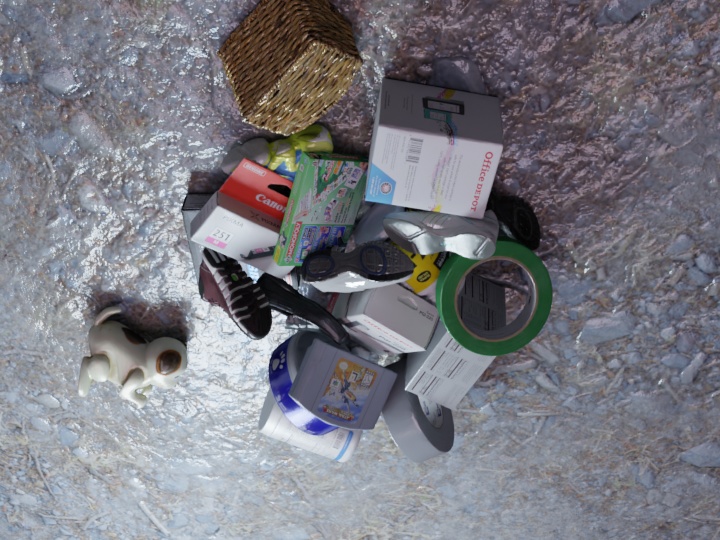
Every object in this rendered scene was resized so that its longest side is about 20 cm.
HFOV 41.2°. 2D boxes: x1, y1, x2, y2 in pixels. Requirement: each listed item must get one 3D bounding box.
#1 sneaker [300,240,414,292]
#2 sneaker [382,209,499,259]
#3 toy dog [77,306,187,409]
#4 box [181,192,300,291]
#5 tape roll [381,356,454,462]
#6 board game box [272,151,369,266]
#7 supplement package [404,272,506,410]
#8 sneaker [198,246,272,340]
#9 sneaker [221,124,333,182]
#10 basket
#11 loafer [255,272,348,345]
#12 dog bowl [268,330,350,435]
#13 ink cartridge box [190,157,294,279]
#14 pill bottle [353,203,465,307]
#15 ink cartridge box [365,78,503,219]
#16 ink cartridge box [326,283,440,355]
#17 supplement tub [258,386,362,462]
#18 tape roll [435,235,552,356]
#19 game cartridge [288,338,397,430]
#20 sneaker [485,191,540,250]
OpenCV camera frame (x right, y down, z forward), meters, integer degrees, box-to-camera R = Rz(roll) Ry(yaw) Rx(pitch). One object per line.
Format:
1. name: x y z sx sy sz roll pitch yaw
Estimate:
1. sneaker: 0.000 0.000 1.644 0.196 0.076 0.087 -1 157 20
2. sneaker: 0.135 -0.071 1.588 0.197 0.081 0.071 9 138 17
3. toy dog: -0.446 0.176 1.933 0.196 0.140 0.198 9 94 0
4. box: -0.215 -0.049 1.764 0.195 0.050 0.202 1 130 5
5. tape roll: 0.112 0.273 1.898 0.065 0.202 0.201 -24 124 22
6. board game box: -0.065 -0.102 1.637 0.133 0.029 0.203 0 120 -37
7. supplement package: 0.178 0.128 1.800 0.109 0.157 0.201 24 128 -12
8. sneaker: -0.233 0.055 1.735 0.075 0.202 0.116 -18 159 -35
9. sneaker: -0.134 -0.174 1.635 0.197 0.076 0.106 -12 128 14
10. basket: -0.104 -0.333 1.510 0.142 0.151 0.200 9 140 -47
11. loafer: -0.113 0.081 1.745 0.199 0.071 0.068 33 166 8
12. dog bowl: -0.084 0.215 1.869 0.078 0.202 0.200 -32 120 30
13. ink cartridge box: -0.166 -0.084 1.650 0.198 0.044 0.173 24 128 -31
14. pill bottle: 0.091 -0.027 1.709 0.114 0.115 0.200 -33 120 28
15. ink cartridge box: 0.117 -0.196 1.546 0.196 0.147 0.148 9 130 -3
16. ink cartridge box: 0.036 0.086 1.765 0.144 0.086 0.199 30 160 -18
17. supplement tub: -0.100 0.306 1.990 0.197 0.133 0.133 23 128 -12
18. tape roll: 0.228 0.043 1.642 0.196 0.048 0.204 -2 104 -6
19. game cartridge: -0.031 0.218 1.765 0.198 0.041 0.135 25 84 -34
20. sneaker: 0.233 -0.088 1.681 0.198 0.077 0.090 27 155 -27
